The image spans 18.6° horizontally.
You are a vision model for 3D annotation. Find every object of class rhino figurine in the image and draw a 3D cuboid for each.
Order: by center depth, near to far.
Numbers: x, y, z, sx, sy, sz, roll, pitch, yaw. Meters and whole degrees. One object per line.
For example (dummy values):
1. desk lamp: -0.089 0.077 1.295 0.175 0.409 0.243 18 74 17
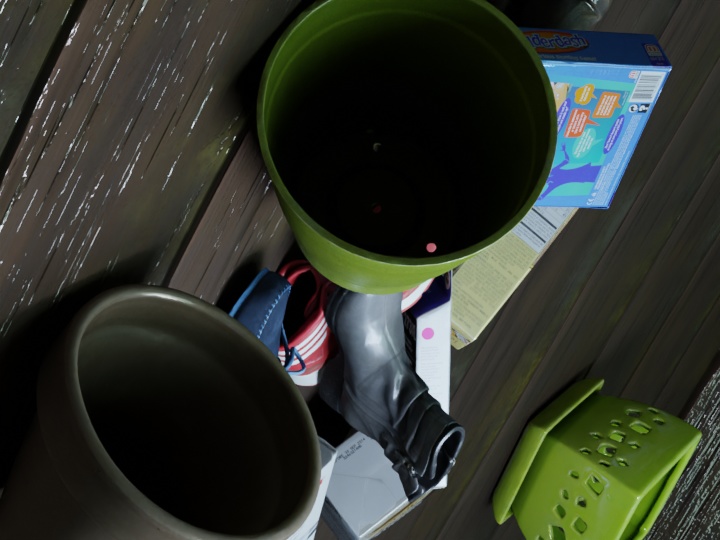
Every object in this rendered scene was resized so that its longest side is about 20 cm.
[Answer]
1. rhino figurine: 0.139 -0.180 1.810 0.200 0.060 0.087 -53 161 7

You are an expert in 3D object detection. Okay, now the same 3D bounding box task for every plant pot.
1. plant pot: -0.151 0.139 1.454 0.175 0.201 0.200 -46 170 36
2. plant pot: 0.022 -0.072 1.521 0.201 0.200 0.193 -50 174 -17
3. plant pot: 0.295 0.266 2.834 0.200 0.181 0.200 -33 152 -50

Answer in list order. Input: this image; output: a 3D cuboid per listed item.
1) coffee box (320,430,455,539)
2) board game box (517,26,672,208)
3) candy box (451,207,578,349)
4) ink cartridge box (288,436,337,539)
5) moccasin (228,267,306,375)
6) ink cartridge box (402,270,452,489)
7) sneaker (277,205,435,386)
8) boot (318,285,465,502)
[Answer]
1. coffee box: 0.015 0.192 2.023 0.113 0.080 0.200 -37 172 -9
2. board game box: 0.127 -0.120 1.732 0.198 0.045 0.153 1 134 -23
3. candy box: 0.135 -0.026 1.952 0.200 0.055 0.115 -52 -179 -8
4. ink cartridge box: -0.106 0.232 1.870 0.146 0.086 0.201 -42 157 -38
5. moccasin: -0.081 0.086 1.692 0.080 0.068 0.201 -44 160 -48
6. ink cartridge box: 0.051 0.074 1.853 0.095 0.037 0.202 -121 -148 -68
7. sneaker: 0.000 0.000 1.745 0.201 0.078 0.116 -54 164 -8
8. boot: 0.035 0.083 1.704 0.070 0.132 0.201 -31 151 -22
